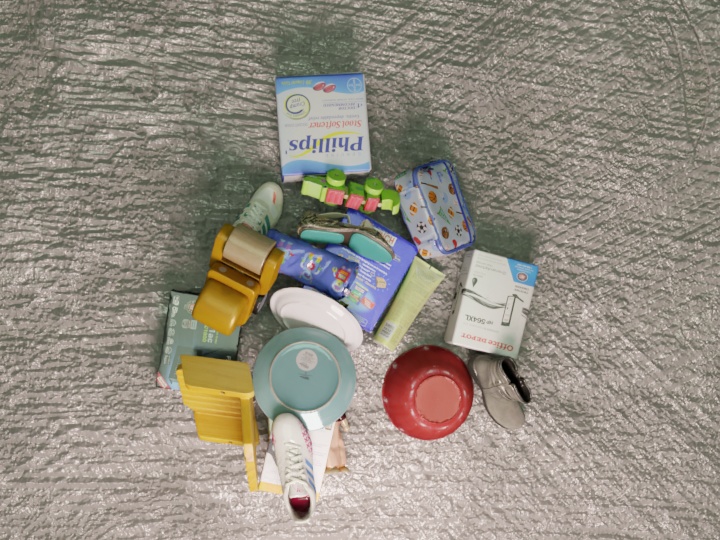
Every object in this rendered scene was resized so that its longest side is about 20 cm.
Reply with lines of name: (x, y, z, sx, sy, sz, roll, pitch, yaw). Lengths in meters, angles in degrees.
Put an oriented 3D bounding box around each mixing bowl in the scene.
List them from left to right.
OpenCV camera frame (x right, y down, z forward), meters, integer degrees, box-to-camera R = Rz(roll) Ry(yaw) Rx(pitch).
mixing bowl: (0.147, 0.257, 1.492, 0.199, 0.108, 0.201, 0, 88, -5)

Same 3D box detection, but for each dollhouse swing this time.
dollhouse swing: (-0.265, 0.293, 1.352, 0.181, 0.200, 0.176, 7, 50, 1)

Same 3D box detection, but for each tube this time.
tube: (0.098, 0.074, 1.525, 0.058, 0.052, 0.200, 38, 79, -45)

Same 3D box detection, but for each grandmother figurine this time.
grandmother figurine: (-0.065, 0.308, 1.478, 0.060, 0.121, 0.201, -11, 74, 19)

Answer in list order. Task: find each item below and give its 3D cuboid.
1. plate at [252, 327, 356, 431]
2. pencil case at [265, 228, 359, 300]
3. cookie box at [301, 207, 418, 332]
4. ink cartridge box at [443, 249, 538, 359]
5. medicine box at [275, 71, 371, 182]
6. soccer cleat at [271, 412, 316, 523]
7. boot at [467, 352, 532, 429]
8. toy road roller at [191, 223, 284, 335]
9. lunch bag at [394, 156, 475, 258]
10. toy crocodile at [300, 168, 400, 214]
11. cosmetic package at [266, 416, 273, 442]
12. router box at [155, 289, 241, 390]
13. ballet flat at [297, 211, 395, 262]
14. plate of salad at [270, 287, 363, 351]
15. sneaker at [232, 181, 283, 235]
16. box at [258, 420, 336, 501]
plate: (-0.106, 0.202, 1.384, 0.199, 0.026, 0.201, 2, 72, -5)
pencil case: (-0.101, -0.009, 1.422, 0.199, 0.078, 0.087, 23, 93, 7)
cookie box: (0.000, 0.000, 1.499, 0.171, 0.075, 0.200, 31, 86, -1)
ink cartridge box: (0.272, 0.072, 1.520, 0.145, 0.084, 0.201, 14, 86, -5)
medicine box: (-0.078, -0.287, 1.488, 0.181, 0.103, 0.201, -5, 88, -6)
soccer cleat: (-0.116, 0.361, 1.324, 0.070, 0.086, 0.201, -12, 98, -2)
boot: (0.301, 0.255, 1.480, 0.068, 0.131, 0.200, -38, 106, -19)
toy road roller: (-0.236, 0.027, 1.359, 0.123, 0.200, 0.146, 26, 42, 1)
lunch bag: (0.157, -0.131, 1.493, 0.160, 0.075, 0.201, -19, 92, -46)
toy crocodile: (-0.018, -0.149, 1.441, 0.199, 0.068, 0.062, 11, 44, -14)
cosmetic package: (-0.146, 0.270, 1.466, 0.087, 0.103, 0.201, -4, 90, -7)
router box: (-0.320, 0.147, 1.471, 0.149, 0.062, 0.201, 8, 88, -7)
ballet flat: (-0.023, -0.077, 1.435, 0.199, 0.068, 0.076, 15, 55, -7)
plate of salad: (-0.084, 0.093, 1.445, 0.200, 0.200, 0.048, 30, 54, -4)
sneaker: (-0.216, -0.091, 1.473, 0.070, 0.093, 0.200, 32, 86, -4)
box: (-0.117, 0.330, 1.398, 0.119, 0.041, 0.201, 13, 85, -5)
